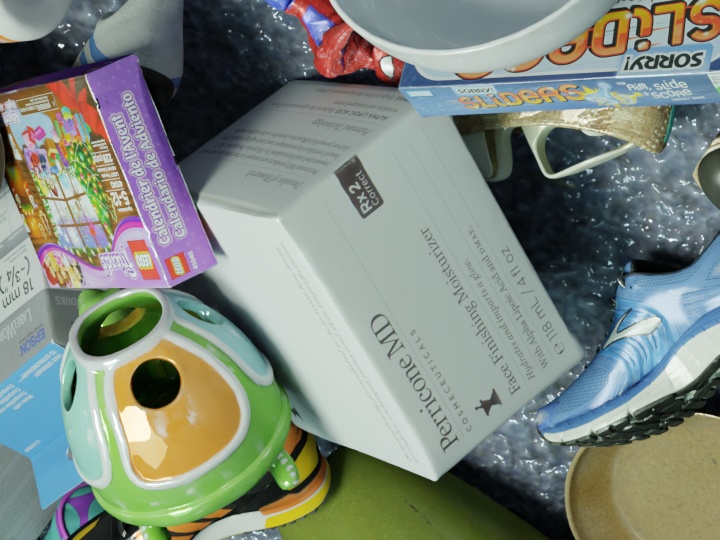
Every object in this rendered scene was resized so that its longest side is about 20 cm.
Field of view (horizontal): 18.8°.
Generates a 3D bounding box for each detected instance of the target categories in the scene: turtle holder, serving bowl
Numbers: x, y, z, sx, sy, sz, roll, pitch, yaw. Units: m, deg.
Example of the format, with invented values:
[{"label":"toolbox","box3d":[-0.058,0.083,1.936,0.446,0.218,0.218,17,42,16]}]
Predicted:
[{"label":"turtle holder","box3d":[-0.120,0.071,1.363,0.141,0.186,0.132,-18,121,16]},{"label":"serving bowl","box3d":[0.078,-0.187,1.175,0.200,0.200,0.066,0,155,29]}]

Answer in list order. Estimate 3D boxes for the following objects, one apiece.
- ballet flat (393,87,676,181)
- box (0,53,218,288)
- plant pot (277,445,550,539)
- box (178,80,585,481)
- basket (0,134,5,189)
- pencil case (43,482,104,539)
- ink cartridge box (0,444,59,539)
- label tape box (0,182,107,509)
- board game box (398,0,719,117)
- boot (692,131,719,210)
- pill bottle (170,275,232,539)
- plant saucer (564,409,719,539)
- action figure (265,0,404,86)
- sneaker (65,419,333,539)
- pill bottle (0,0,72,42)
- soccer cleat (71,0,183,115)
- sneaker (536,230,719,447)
[{"label":"ballet flat","box3d":[0.096,-0.086,1.302,0.200,0.070,0.065,-4,90,34]},{"label":"box","box3d":[-0.170,-0.058,1.361,0.200,0.039,0.137,-2,112,61]},{"label":"plant pot","box3d":[0.040,0.214,1.522,0.200,0.187,0.187,47,135,10]},{"label":"box","box3d":[0.000,0.000,1.337,0.199,0.131,0.200,59,160,-22]},{"label":"basket","box3d":[-0.326,-0.079,1.445,0.180,0.136,0.200,29,172,-33]},{"label":"pencil case","box3d":[-0.230,0.251,1.743,0.085,0.092,0.200,31,133,-1]},{"label":"ink cartridge box","box3d":[-0.305,0.151,1.659,0.047,0.160,0.200,5,126,25]},{"label":"label tape box","box3d":[-0.230,0.050,1.524,0.144,0.063,0.200,-36,59,43]},{"label":"board game box","box3d":[0.128,-0.153,1.193,0.200,0.136,0.034,-1,153,29]},{"label":"boot","box3d":[0.268,0.007,1.237,0.200,0.138,0.078,29,134,8]},{"label":"pill bottle","box3d":[-0.115,0.102,1.546,0.114,0.114,0.200,24,133,11]},{"label":"plant saucer","box3d":[0.236,0.163,1.449,0.200,0.035,0.200,15,131,18]},{"label":"action figure","box3d":[-0.041,-0.188,1.304,0.200,0.065,0.099,39,147,-4]},{"label":"sneaker","box3d":[-0.123,0.148,1.464,0.200,0.070,0.090,-23,132,2]},{"label":"pill bottle","box3d":[-0.292,-0.199,1.410,0.200,0.110,0.110,0,124,30]},{"label":"soccer cleat","box3d":[-0.156,-0.126,1.430,0.070,0.086,0.200,19,160,-17]},{"label":"sneaker","box3d":[0.185,0.043,1.356,0.200,0.079,0.089,-39,63,28]}]
